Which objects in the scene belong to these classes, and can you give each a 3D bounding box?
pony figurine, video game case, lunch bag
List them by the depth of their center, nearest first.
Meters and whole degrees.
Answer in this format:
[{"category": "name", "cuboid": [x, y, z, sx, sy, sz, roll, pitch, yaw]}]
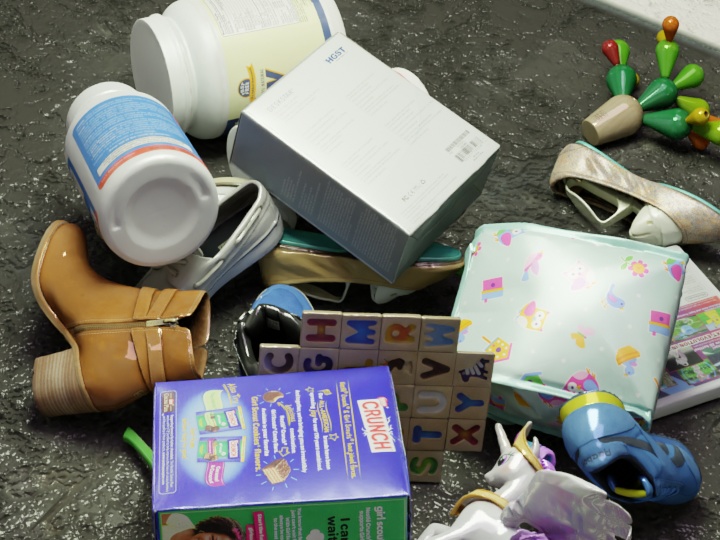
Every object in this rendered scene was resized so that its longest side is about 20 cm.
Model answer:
[{"category": "pony figurine", "cuboid": [0.126, 0.223, 1.421, 0.200, 0.167, 0.192, -40, 51, -22]}, {"category": "lunch bag", "cuboid": [0.176, 0.055, 1.577, 0.198, 0.122, 0.172, 12, 68, 11]}, {"category": "video game case", "cuboid": [0.273, 0.061, 1.696, 0.198, 0.023, 0.183, -15, 47, -24]}]

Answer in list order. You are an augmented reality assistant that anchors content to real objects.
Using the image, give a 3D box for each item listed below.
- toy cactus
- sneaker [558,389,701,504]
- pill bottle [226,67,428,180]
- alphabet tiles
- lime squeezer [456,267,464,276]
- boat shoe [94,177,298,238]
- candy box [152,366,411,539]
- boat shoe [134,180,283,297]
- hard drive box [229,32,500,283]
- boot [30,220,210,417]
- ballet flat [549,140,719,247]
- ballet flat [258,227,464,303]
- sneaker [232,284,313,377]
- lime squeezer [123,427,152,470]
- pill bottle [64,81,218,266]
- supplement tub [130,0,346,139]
[{"category": "toy cactus", "cuboid": [0.317, -0.188, 1.933, 0.164, 0.103, 0.200, -28, 61, -21]}, {"category": "sneaker", "cuboid": [0.230, 0.171, 1.478, 0.066, 0.200, 0.079, -30, 51, 22]}, {"category": "pill bottle", "cuboid": [-0.029, -0.130, 1.789, 0.199, 0.111, 0.111, -18, 48, -28]}, {"category": "alphabet tiles", "cuboid": [0.011, 0.109, 1.497, 0.198, 0.168, 0.006, 2, 30, -6]}, {"category": "lime squeezer", "cuboid": [0.132, -0.006, 1.698, 0.198, 0.038, 0.071, 3, 51, 18]}, {"category": "boat shoe", "cuboid": [-0.159, -0.046, 1.716, 0.198, 0.075, 0.069, 4, 51, 2]}, {"category": "candy box", "cuboid": [-0.064, 0.159, 1.418, 0.198, 0.078, 0.170, -4, 33, -3]}, {"category": "boat shoe", "cuboid": [-0.156, -0.007, 1.631, 0.199, 0.066, 0.072, -37, 50, -12]}, {"category": "hard drive box", "cuboid": [0.004, -0.109, 1.660, 0.199, 0.077, 0.156, 37, 53, 14]}, {"category": "boot", "cuboid": [-0.210, 0.030, 1.568, 0.154, 0.077, 0.201, -14, 51, 13]}, {"category": "ballet flat", "cuboid": [0.278, -0.062, 1.810, 0.199, 0.068, 0.067, 28, 65, 28]}, {"category": "ballet flat", "cuboid": [0.000, 0.000, 1.690, 0.198, 0.064, 0.069, 7, 19, 6]}, {"category": "sneaker", "cuboid": [-0.071, 0.058, 1.579, 0.076, 0.112, 0.201, 8, 42, 1]}, {"category": "lime squeezer", "cuboid": [-0.120, 0.184, 1.487, 0.198, 0.038, 0.071, 11, 30, 17]}, {"category": "pill bottle", "cuboid": [-0.208, -0.097, 1.621, 0.111, 0.113, 0.200, -10, 33, -18]}, {"category": "supplement tub", "cuboid": [-0.126, -0.219, 1.846, 0.198, 0.146, 0.145, -15, 47, -23]}]
